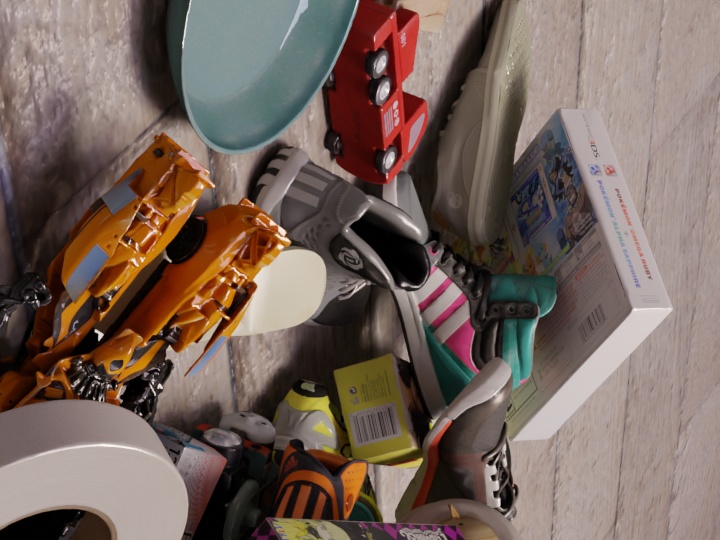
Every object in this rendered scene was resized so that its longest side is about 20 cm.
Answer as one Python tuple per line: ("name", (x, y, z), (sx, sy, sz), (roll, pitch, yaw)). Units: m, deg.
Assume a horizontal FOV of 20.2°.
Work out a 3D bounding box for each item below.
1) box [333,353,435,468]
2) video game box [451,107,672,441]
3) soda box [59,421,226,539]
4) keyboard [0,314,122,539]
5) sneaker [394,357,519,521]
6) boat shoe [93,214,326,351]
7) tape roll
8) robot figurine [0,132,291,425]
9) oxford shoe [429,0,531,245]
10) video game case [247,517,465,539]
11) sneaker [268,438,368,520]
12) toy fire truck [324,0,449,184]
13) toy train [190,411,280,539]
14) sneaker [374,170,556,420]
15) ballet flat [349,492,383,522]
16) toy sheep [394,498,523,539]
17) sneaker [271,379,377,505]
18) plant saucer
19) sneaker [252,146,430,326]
("box", (0.031, 0.112, 1.564), (0.200, 0.050, 0.076), (28, 48, -77))
("video game box", (0.150, 0.006, 1.570), (0.046, 0.183, 0.200), (-2, 149, -29))
("soda box", (-0.162, 0.195, 1.302), (0.201, 0.063, 0.068), (-66, 156, -3))
("keyboard", (-0.198, 0.121, 1.220), (0.104, 0.040, 0.201), (24, 90, -43))
("sneaker", (0.090, 0.143, 1.489), (0.077, 0.082, 0.201), (-43, 162, -36))
("boat shoe", (-0.111, 0.004, 1.241), (0.201, 0.063, 0.074), (-1, 111, -48))
("tape roll", (-0.192, 0.156, 1.133), (0.202, 0.037, 0.204), (-23, 143, -19))
("robot figurine", (-0.138, 0.029, 1.142), (0.200, 0.058, 0.145), (-51, 130, 2))
("oxford shoe", (0.093, -0.118, 1.570), (0.075, 0.057, 0.202), (35, 64, -62))
("video game case", (-0.047, 0.236, 1.303), (0.181, 0.036, 0.200), (9, 129, -46))
("sneaker", (-0.027, 0.188, 1.409), (0.200, 0.077, 0.113), (94, 12, -63))
("toy fire truck", (0.028, -0.172, 1.390), (0.141, 0.048, 0.201), (-51, 151, -32))
("toy train", (-0.106, 0.194, 1.406), (0.114, 0.085, 0.201), (-38, 143, -67))
("sneaker", (0.085, 0.009, 1.508), (0.084, 0.120, 0.201), (-80, 155, -67))
("ballet flat", (-0.015, 0.241, 1.521), (0.067, 0.066, 0.202), (-82, 174, -66))
("toy sheep", (0.063, 0.234, 1.446), (0.138, 0.137, 0.200), (-55, 168, -24))
("sneaker", (-0.021, 0.146, 1.541), (0.200, 0.075, 0.077), (65, 42, -66))
("plant saucer", (-0.061, -0.170, 1.227), (0.200, 0.036, 0.201), (-46, 149, -38))
("sneaker", (0.000, 0.000, 1.402), (0.075, 0.115, 0.200), (-58, 154, -17))
